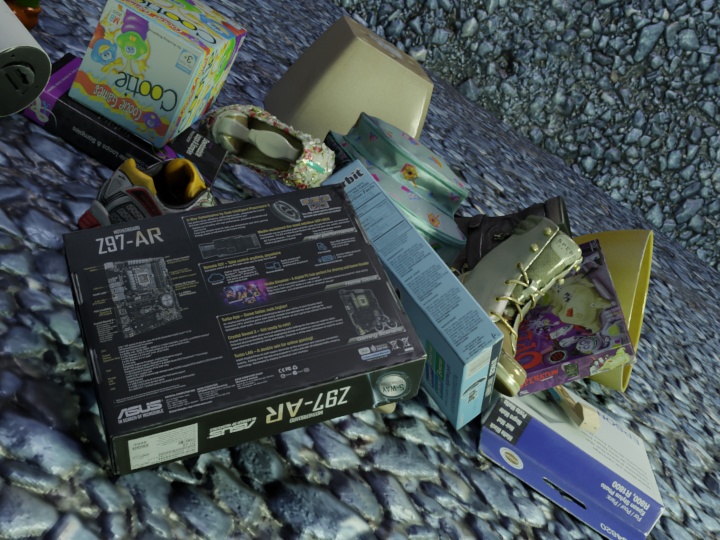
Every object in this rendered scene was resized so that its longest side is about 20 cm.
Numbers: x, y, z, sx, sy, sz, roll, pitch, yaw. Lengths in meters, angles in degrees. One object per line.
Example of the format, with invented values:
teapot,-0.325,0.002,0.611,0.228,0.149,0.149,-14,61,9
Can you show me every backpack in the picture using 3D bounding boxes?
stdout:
backpack,0.034,-0.071,1.112,0.174,0.154,0.201,31,22,-28

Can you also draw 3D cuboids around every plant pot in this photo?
plant pot,0.281,0.038,1.251,0.140,0.204,0.199,11,10,21
plant pot,-0.006,-0.241,1.413,0.198,0.178,0.201,27,20,-21

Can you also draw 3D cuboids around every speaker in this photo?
speaker,-0.364,-0.233,0.894,0.200,0.081,0.081,49,22,18

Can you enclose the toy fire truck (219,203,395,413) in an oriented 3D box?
toy fire truck,-0.039,0.055,0.747,0.174,0.129,0.202,15,38,-46

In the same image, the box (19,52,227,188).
box,-0.233,-0.140,0.998,0.198,0.036,0.143,30,20,-11

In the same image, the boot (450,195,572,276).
boot,0.168,-0.003,1.189,0.202,0.171,0.070,-83,153,-43

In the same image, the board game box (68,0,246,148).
board game box,-0.200,-0.215,1.011,0.104,0.104,0.200,29,20,-5

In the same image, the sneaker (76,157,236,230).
sneaker,-0.145,-0.049,0.851,0.078,0.083,0.199,42,19,22

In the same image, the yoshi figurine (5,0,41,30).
yoshi figurine,-0.363,-0.371,1.076,0.111,0.201,0.112,26,20,-24

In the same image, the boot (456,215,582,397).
boot,0.153,0.026,0.963,0.072,0.154,0.200,50,4,-23

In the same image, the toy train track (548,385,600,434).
toy train track,0.197,0.097,1.033,0.114,0.033,0.201,26,17,-28

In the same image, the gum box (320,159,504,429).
gum box,0.042,0.026,0.869,0.201,0.044,0.171,52,-13,22

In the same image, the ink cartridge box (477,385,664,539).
ink cartridge box,0.206,0.172,0.980,0.198,0.041,0.200,34,19,-4

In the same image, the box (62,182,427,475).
box,-0.078,0.028,0.635,0.197,0.044,0.162,-13,52,-19

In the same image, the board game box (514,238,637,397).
board game box,0.205,0.043,1.012,0.033,0.118,0.201,59,17,-26

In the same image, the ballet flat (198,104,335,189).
ballet flat,-0.113,-0.144,1.083,0.198,0.077,0.064,20,-3,30
